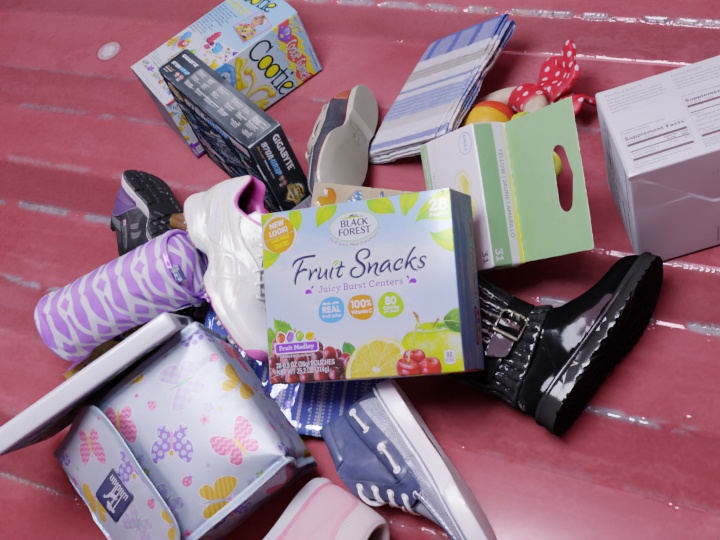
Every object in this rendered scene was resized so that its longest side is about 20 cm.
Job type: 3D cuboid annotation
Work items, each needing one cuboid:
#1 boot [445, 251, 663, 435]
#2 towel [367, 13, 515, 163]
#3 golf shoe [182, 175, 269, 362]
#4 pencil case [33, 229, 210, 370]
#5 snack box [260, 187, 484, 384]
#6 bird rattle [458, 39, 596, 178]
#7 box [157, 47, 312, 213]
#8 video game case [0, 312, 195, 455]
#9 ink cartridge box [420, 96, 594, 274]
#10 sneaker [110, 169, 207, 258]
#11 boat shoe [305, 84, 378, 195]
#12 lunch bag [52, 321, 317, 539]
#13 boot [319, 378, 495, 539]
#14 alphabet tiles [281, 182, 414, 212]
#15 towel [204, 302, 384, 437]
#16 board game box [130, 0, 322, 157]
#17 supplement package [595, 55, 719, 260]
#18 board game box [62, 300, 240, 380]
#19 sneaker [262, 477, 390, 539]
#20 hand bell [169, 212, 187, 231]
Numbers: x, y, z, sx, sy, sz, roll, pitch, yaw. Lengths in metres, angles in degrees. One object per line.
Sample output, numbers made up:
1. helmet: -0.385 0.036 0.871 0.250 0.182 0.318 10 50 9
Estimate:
1. boot: 0.177 0.040 0.996 0.158 0.079 0.211 31 71 33
2. towel: 0.092 -0.209 1.202 0.147 0.024 0.200 -7 47 52
3. golf shoe: -0.113 -0.008 1.039 0.091 0.075 0.200 -30 69 20
4. pencil case: -0.247 0.029 1.084 0.200 0.086 0.084 -23 16 23
5. snack box: 0.009 0.019 0.978 0.200 0.068 0.169 -6 84 24
6. bird rattle: 0.163 -0.168 1.138 0.163 0.113 0.200 -2 52 39
7. box: -0.138 -0.148 1.188 0.046 0.159 0.200 -40 53 -12
8. video game case: -0.253 0.108 1.006 0.200 0.182 0.023 -35 88 -4
9. ink cartridge box: 0.136 -0.074 1.001 0.048 0.200 0.146 -7 86 -26
10. sneaker: -0.238 -0.030 1.197 0.088 0.076 0.200 -61 39 22
11. boat shoe: -0.030 -0.142 1.187 0.063 0.071 0.200 -18 35 28
12. lunch bag: -0.173 0.177 0.972 0.200 0.127 0.170 -38 73 4
13. boot: 0.041 0.198 0.947 0.090 0.073 0.200 -37 51 3
14. alphabet tiles: 0.000 0.000 1.025 0.200 0.006 0.167 8 89 26
15. towel: -0.070 0.095 1.053 0.200 0.024 0.145 4 67 11
16. board game box: -0.168 -0.257 1.308 0.200 0.103 0.105 -37 53 -7
17. supplement package: 0.345 -0.114 0.996 0.200 0.156 0.111 -17 54 8
18. board game box: -0.209 0.096 1.123 0.200 0.035 0.135 -40 54 -10
19. sneaker: -0.048 0.284 0.909 0.105 0.075 0.200 19 60 35
20. hand bell: -0.114 -0.043 1.123 0.200 0.104 0.104 9 60 15
